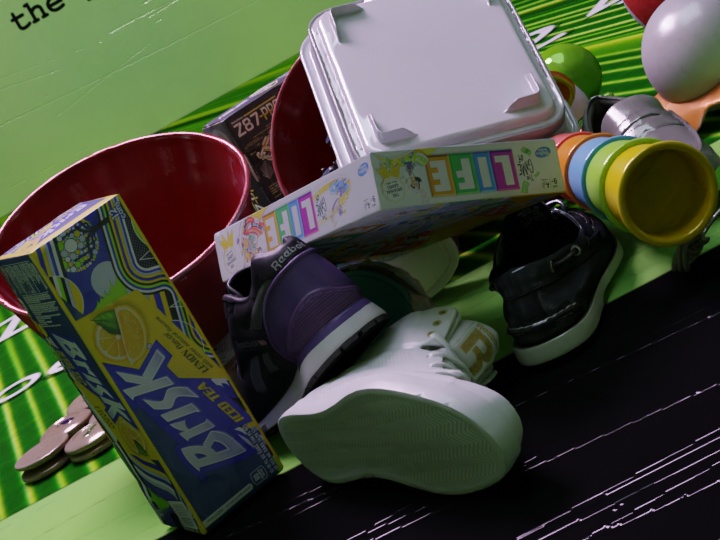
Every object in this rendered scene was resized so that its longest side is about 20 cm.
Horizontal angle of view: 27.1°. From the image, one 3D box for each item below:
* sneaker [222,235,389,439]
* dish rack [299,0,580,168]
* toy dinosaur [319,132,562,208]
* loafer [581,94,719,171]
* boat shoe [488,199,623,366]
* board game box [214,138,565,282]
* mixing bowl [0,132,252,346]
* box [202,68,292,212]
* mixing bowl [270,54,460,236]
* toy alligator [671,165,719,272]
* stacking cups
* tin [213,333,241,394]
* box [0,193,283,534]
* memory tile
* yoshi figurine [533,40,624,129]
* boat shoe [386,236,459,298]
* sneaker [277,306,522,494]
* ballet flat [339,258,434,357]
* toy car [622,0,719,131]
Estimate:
[{"bbox_3d":[-0.048,0.038,0.933,0.076,0.088,0.200,-37,-8,-29],"label":"sneaker"},{"bbox_3d":[0.051,-0.143,1.073,0.171,0.044,0.200,-15,48,-5],"label":"dish rack"},{"bbox_3d":[0.060,-0.074,1.134,0.200,0.181,0.106,150,131,-63],"label":"toy dinosaur"},{"bbox_3d":[0.191,-0.082,1.015,0.070,0.070,0.200,-32,13,-1],"label":"loafer"},{"bbox_3d":[0.114,-0.011,0.931,0.074,0.066,0.199,-24,15,25],"label":"boat shoe"},{"bbox_3d":[0.012,-0.035,0.928,0.134,0.034,0.200,-7,-8,-32],"label":"board game box"},{"bbox_3d":[-0.156,0.003,1.078,0.199,0.109,0.201,-13,38,10],"label":"mixing bowl"},{"bbox_3d":[-0.023,-0.112,1.359,0.200,0.162,0.049,-38,17,-29],"label":"box"},{"bbox_3d":[0.037,-0.105,1.223,0.199,0.201,0.108,-27,-11,10],"label":"mixing bowl"},{"bbox_3d":[0.249,-0.068,0.905,0.054,0.059,0.200,17,58,25],"label":"toy alligator"},{"bbox_3d":[0.159,-0.055,0.927,0.060,0.061,0.200,-30,10,-3],"label":"stacking cups"},{"bbox_3d":[-0.133,0.074,1.144,0.112,0.042,0.200,-25,18,1],"label":"tin"},{"bbox_3d":[-0.132,0.058,0.900,0.070,0.201,0.064,-37,17,-28],"label":"box"},{"bbox_3d":[-0.194,0.103,1.246,0.153,0.017,0.200,-24,16,23],"label":"memory tile"},{"bbox_3d":[0.169,-0.147,1.241,0.111,0.113,0.200,-13,12,-1],"label":"yoshi figurine"},{"bbox_3d":[0.000,0.000,1.119,0.200,0.074,0.060,-28,16,40],"label":"boat shoe"},{"bbox_3d":[0.043,0.060,0.814,0.115,0.074,0.200,-40,16,-27],"label":"sneaker"},{"bbox_3d":[0.000,0.029,1.029,0.072,0.072,0.200,-38,17,-32],"label":"ballet flat"},{"bbox_3d":[0.259,-0.188,1.154,0.177,0.184,0.201,-8,54,56],"label":"toy car"}]
